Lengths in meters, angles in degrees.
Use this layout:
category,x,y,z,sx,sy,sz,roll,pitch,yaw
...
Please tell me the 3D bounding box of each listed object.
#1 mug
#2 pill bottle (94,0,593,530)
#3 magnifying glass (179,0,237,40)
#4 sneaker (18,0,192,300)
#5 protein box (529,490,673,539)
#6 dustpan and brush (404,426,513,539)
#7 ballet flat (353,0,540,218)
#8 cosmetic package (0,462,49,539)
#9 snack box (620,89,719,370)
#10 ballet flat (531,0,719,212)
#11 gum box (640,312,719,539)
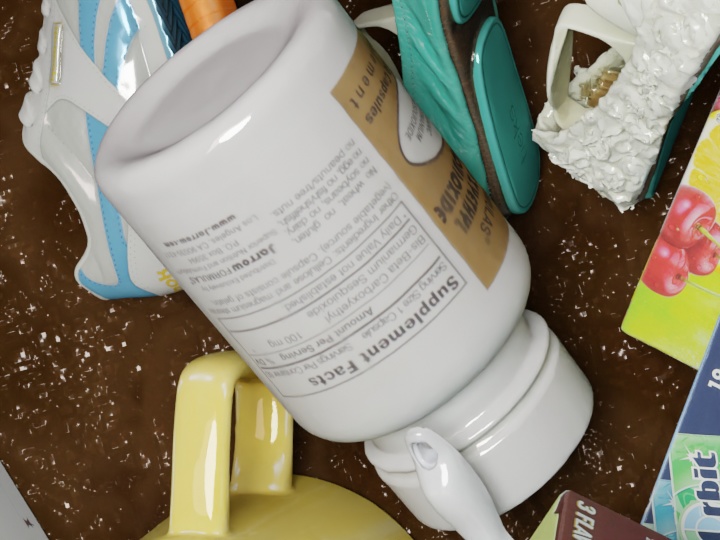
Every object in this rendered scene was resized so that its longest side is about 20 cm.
category,x,y,z,sx,sy,sz,roll,pitch,yaw
mug,-0.061,0.144,1.006,0.149,0.153,0.187,-33,80,13
pill bottle,0.000,0.000,0.978,0.114,0.115,0.200,-34,113,12
magnifying glass,-0.083,-0.164,1.055,0.022,0.079,0.201,-26,79,26
sneaker,-0.107,-0.087,1.065,0.080,0.076,0.201,-19,82,15
protein box,0.108,0.224,0.900,0.199,0.135,0.199,26,125,-6
dustpan and brush,0.069,0.141,0.978,0.139,0.057,0.200,-17,128,34
ballet flat,0.024,-0.104,0.994,0.070,0.067,0.201,5,128,20
cosmetic package,-0.220,0.054,1.053,0.052,0.151,0.201,-36,80,13
snack box,0.215,0.003,0.961,0.199,0.053,0.143,28,122,13
ballet flat,0.106,-0.087,0.950,0.071,0.200,0.072,5,61,-9
gum box,0.207,0.112,0.956,0.199,0.045,0.171,26,121,15
